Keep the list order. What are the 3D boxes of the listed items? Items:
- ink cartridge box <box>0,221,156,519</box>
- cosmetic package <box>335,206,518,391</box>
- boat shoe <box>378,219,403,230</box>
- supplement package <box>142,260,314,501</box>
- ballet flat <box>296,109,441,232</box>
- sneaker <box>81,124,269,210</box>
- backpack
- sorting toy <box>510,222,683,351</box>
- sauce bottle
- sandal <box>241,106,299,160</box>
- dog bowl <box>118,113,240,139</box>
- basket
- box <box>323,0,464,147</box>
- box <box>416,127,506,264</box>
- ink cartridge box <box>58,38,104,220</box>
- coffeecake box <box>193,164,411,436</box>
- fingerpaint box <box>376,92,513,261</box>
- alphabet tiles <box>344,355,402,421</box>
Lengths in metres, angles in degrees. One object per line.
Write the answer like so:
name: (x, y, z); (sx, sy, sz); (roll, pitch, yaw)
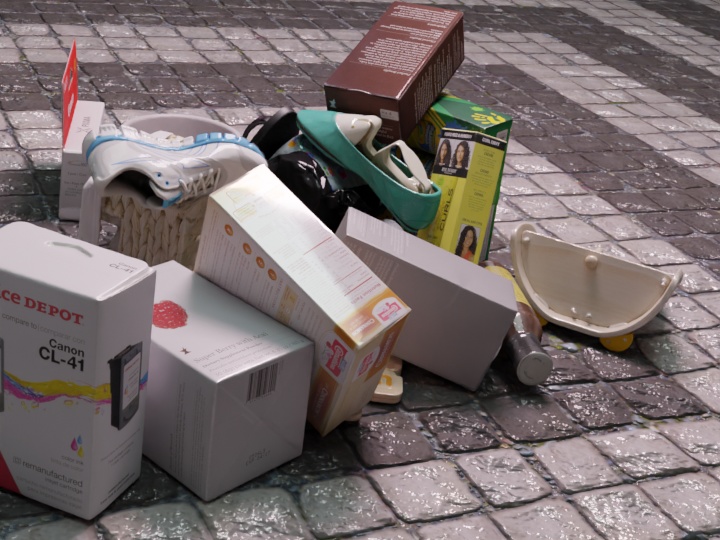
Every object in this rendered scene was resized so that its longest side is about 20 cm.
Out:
ink cartridge box: (-0.254, 0.081, 0.977); (0.146, 0.203, 0.086); (16, 25, 18)
cosmetic package: (0.054, 0.030, 1.239); (0.198, 0.108, 0.090); (25, 22, -10)
boat shoe: (0.000, 0.000, 1.405); (0.071, 0.073, 0.199); (40, 38, 19)
supplement package: (-0.156, 0.092, 1.080); (0.199, 0.121, 0.120); (27, 31, 35)
ballet flat: (0.017, -0.133, 1.355); (0.200, 0.071, 0.067); (43, 30, 6)
sneaker: (-0.190, -0.095, 1.253); (0.197, 0.075, 0.087); (0, 46, -19)
backpack: (-0.049, -0.096, 1.436); (0.199, 0.166, 0.128); (-22, 81, -54)
sorting toy: (0.290, 0.010, 1.434); (0.198, 0.108, 0.180); (18, 19, 22)
sauce bottle: (0.162, 0.058, 1.319); (0.064, 0.066, 0.201); (3, 26, -10)
sandal: (-0.123, -0.144, 1.456); (0.075, 0.201, 0.048); (-34, 78, -25)
dog bowl: (-0.252, -0.165, 1.672); (0.197, 0.059, 0.201); (7, 24, -3)
basket: (-0.225, -0.059, 1.370); (0.122, 0.137, 0.200); (17, 27, 10)
box: (0.045, -0.240, 1.438); (0.099, 0.076, 0.201); (15, 45, 23)
box: (0.107, -0.058, 1.369); (0.050, 0.203, 0.075); (11, 4, -33)
ink cartridge box: (-0.358, -0.184, 1.538); (0.044, 0.179, 0.201); (3, 25, -10)
coffeecake box: (-0.062, 0.029, 1.106); (0.073, 0.154, 0.200); (-33, 69, -34)
fingerpaint box: (0.090, -0.115, 1.502); (0.166, 0.203, 0.073); (25, 30, 31)
alphabet tiles: (-0.055, 0.097, 1.227); (0.197, 0.015, 0.196); (7, 25, -2)
